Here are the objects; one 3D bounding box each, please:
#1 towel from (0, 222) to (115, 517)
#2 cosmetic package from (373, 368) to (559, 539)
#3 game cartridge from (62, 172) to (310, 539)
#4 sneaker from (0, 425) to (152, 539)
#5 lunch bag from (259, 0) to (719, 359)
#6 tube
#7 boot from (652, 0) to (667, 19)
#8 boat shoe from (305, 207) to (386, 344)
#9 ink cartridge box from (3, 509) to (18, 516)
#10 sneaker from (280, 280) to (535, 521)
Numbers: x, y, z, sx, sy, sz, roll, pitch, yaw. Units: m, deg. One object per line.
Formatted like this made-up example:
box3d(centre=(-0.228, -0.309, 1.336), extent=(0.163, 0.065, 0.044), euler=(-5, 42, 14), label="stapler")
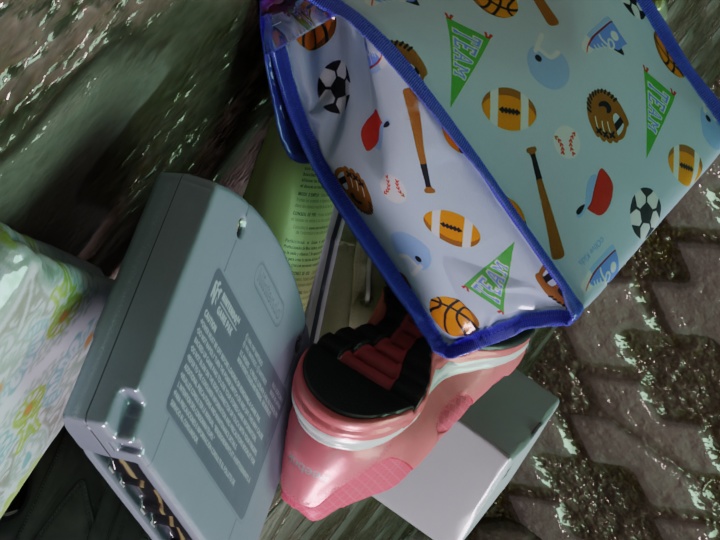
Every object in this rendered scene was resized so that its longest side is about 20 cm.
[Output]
box3d(centre=(-0.170, 0.063, 0.903), extent=(0.172, 0.048, 0.200), euler=(-57, 171, -1), label="towel")
box3d(centre=(0.010, 0.068, 1.331), extent=(0.081, 0.200, 0.113), euler=(-58, 169, 24), label="cosmetic package")
box3d(centre=(-0.068, 0.046, 0.966), extent=(0.200, 0.040, 0.134), euler=(69, 41, -61), label="game cartridge")
box3d(centre=(-0.123, 0.057, 1.030), extent=(0.076, 0.090, 0.201), euler=(117, -11, -70), label="sneaker")
box3d(centre=(0.055, -0.089, 1.047), extent=(0.124, 0.200, 0.170), euler=(-21, -160, 47), label="lunch bag")
box3d(centre=(-0.040, -0.019, 1.089), extent=(0.058, 0.052, 0.201), euler=(-132, -122, -67), label="tube")
box3d(centre=(0.119, -0.195, 1.106), extent=(0.200, 0.072, 0.156), euler=(-31, 120, -74), label="boot")
box3d(centre=(0.000, 0.000, 1.155), extent=(0.072, 0.062, 0.201), euler=(40, 63, -80), label="boat shoe")
box3d(centre=(-0.133, 0.213, 1.217), extent=(0.084, 0.145, 0.200), euler=(-16, 162, -3), label="ink cartridge box")
box3d(centre=(0.015, 0.061, 1.090), extent=(0.200, 0.074, 0.087), euler=(-27, 145, -56), label="sneaker")
